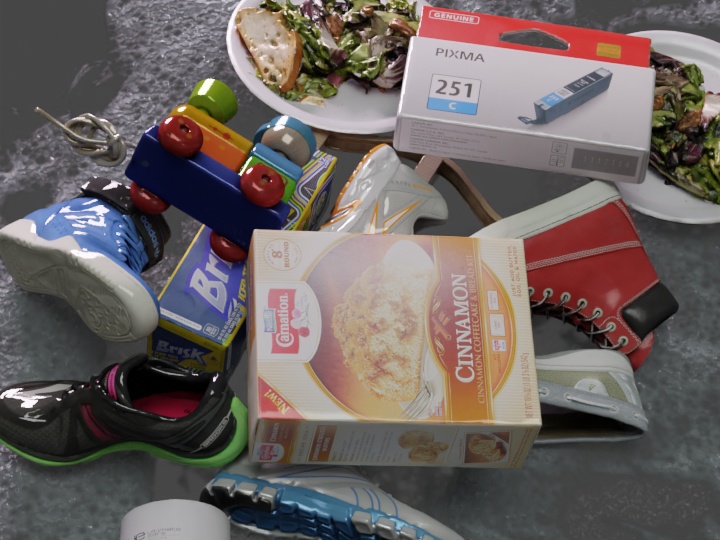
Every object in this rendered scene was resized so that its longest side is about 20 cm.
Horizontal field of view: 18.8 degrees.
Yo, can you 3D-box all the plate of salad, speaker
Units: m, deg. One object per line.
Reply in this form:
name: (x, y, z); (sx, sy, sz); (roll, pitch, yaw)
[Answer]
plate of salad: (0.266, -0.127, 1.802); (0.198, 0.048, 0.201); (3, 57, -5)
plate of salad: (-0.012, -0.192, 1.807); (0.198, 0.048, 0.201); (6, 47, -6)
speaker: (-0.126, 0.260, 1.480); (0.080, 0.081, 0.201); (2, 56, -6)

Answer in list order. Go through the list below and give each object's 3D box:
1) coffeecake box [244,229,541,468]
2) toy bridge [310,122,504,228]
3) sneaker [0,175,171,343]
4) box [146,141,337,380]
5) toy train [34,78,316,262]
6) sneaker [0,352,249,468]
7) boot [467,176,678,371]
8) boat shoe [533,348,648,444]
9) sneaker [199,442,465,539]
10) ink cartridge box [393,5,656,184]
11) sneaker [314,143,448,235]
coffeecake box: (0.019, 0.056, 1.547); (0.198, 0.073, 0.155); (2, 59, -8)
toy bridge: (0.047, -0.067, 1.754); (0.199, 0.027, 0.067); (28, 57, 10)
sneaker: (-0.180, -0.014, 1.623); (0.111, 0.077, 0.199); (-31, 28, -26)
box: (-0.091, -0.011, 1.677); (0.070, 0.064, 0.201); (23, 57, 9)
toy train: (-0.132, -0.104, 1.632); (0.199, 0.085, 0.116); (31, 45, -2)
sneaker: (-0.177, 0.093, 1.569); (0.198, 0.084, 0.077); (-2, 42, 11)
boot: (0.146, 0.027, 1.669); (0.199, 0.072, 0.145); (-23, 79, -23)
boat shoe: (0.116, 0.105, 1.621); (0.200, 0.075, 0.065); (-4, 52, -18)
sneaker: (-0.010, 0.163, 1.567); (0.199, 0.075, 0.087); (19, 50, 5)
ink cartridge box: (0.135, -0.156, 1.737); (0.198, 0.045, 0.177); (8, 48, 3)
sneaker: (0.000, 0.000, 1.670); (0.092, 0.076, 0.201); (33, 71, 2)
